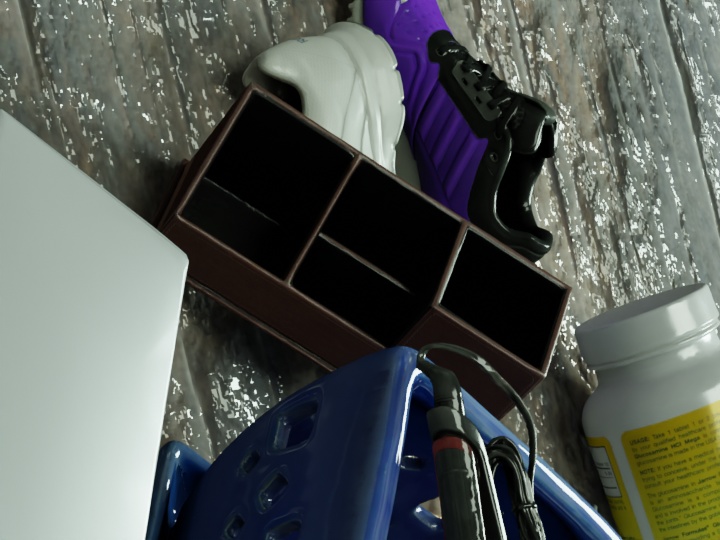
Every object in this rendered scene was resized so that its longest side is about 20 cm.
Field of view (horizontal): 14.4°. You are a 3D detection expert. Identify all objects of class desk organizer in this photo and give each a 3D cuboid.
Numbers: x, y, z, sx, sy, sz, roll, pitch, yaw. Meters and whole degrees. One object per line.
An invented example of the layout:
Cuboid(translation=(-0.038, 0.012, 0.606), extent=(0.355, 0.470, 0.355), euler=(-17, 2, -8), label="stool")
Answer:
Cuboid(translation=(0.000, 0.000, 1.412), extent=(0.199, 0.077, 0.072), euler=(32, 45, -10), label="desk organizer")

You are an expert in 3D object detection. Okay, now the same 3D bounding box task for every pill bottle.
Cuboid(translation=(0.198, 0.115, 1.686), extent=(0.112, 0.112, 0.201), euler=(-25, 97, -56), label="pill bottle")

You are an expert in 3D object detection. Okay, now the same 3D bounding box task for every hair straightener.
Cuboid(translation=(0.059, 0.128, 1.232), extent=(0.077, 0.041, 0.201), euler=(7, 66, -55), label="hair straightener")

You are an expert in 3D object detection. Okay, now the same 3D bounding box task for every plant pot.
Cuboid(translation=(-0.007, 0.178, 1.301), extent=(0.200, 0.179, 0.201), euler=(43, 45, -37), label="plant pot")

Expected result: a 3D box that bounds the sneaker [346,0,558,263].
Cuboid(translation=(0.062, -0.088, 1.588), extent=(0.069, 0.099, 0.201), euler=(-9, 84, -58), label="sneaker")

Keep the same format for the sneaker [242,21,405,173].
Cuboid(translation=(-0.013, -0.030, 1.500), extent=(0.087, 0.074, 0.201), euler=(-10, 81, -40), label="sneaker")

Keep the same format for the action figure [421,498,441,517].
Cuboid(translation=(0.057, 0.100, 1.513), extent=(0.130, 0.069, 0.201), euler=(76, 18, -62), label="action figure")

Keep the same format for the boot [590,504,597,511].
Cuboid(translation=(0.087, 0.180, 1.457), extent=(0.200, 0.067, 0.131), euler=(37, 67, -84), label="boot")

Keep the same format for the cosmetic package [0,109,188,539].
Cuboid(translation=(-0.186, 0.074, 1.071), extent=(0.123, 0.199, 0.200), euler=(38, 47, -41), label="cosmetic package")
